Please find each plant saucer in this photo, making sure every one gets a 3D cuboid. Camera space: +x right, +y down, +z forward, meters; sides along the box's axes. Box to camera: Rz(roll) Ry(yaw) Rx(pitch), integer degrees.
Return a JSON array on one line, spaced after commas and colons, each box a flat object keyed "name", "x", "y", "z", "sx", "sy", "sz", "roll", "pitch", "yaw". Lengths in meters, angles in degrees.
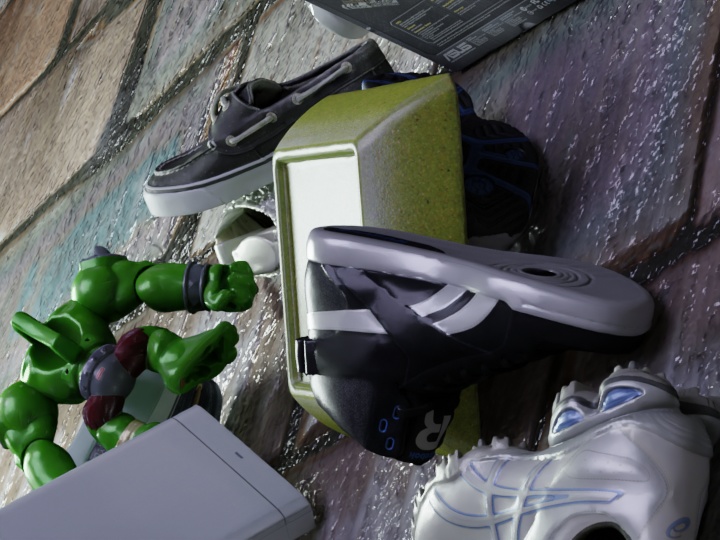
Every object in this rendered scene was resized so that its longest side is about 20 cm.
[{"name": "plant saucer", "x": 0.000, "y": 0.000, "z": 1.340, "sx": 0.200, "sy": 0.048, "sz": 0.201, "roll": 180, "pitch": 86, "yaw": -69}]

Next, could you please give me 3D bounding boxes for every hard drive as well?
[{"name": "hard drive", "x": -0.144, "y": 0.158, "z": 1.435, "sx": 0.132, "sy": 0.199, "sz": 0.027, "roll": 36, "pitch": 145, "yaw": 46}]

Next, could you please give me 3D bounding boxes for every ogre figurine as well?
[{"name": "ogre figurine", "x": -0.159, "y": 0.065, "z": 1.556, "sx": 0.098, "sy": 0.119, "sz": 0.201, "roll": 5, "pitch": -69, "yaw": -64}]

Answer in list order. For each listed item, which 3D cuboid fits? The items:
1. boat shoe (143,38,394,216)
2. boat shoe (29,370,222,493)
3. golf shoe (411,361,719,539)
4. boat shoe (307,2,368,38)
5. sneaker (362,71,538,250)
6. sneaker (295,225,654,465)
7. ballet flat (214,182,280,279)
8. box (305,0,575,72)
[{"name": "boat shoe", "x": -0.063, "y": -0.095, "z": 1.596, "sx": 0.199, "sy": 0.064, "sz": 0.071, "roll": -22, "pitch": 19, "yaw": 22}, {"name": "boat shoe", "x": -0.158, "y": 0.146, "z": 1.634, "sx": 0.071, "sy": 0.091, "sz": 0.201, "roll": 24, "pitch": 80, "yaw": 33}, {"name": "golf shoe", "x": 0.081, "y": 0.120, "z": 1.080, "sx": 0.200, "sy": 0.078, "sz": 0.098, "roll": -43, "pitch": 35, "yaw": 50}, {"name": "boat shoe", "x": 0.009, "y": -0.250, "z": 1.684, "sx": 0.064, "sy": 0.070, "sz": 0.201, "roll": -40, "pitch": 30, "yaw": 48}, {"name": "sneaker", "x": 0.050, "y": -0.048, "z": 1.385, "sx": 0.200, "sy": 0.075, "sz": 0.078, "roll": -118, "pitch": 28, "yaw": -64}, {"name": "sneaker", "x": 0.055, "y": 0.046, "z": 1.205, "sx": 0.199, "sy": 0.073, "sz": 0.113, "roll": 13, "pitch": 103, "yaw": 39}, {"name": "ballet flat", "x": -0.061, "y": -0.024, "z": 1.603, "sx": 0.072, "sy": 0.071, "sz": 0.200, "roll": -69, "pitch": 19, "yaw": -8}, {"name": "box", "x": 0.041, "y": -0.192, "z": 1.419, "sx": 0.200, "sy": 0.158, "sz": 0.049, "roll": -27, "pitch": 42, "yaw": 62}]
